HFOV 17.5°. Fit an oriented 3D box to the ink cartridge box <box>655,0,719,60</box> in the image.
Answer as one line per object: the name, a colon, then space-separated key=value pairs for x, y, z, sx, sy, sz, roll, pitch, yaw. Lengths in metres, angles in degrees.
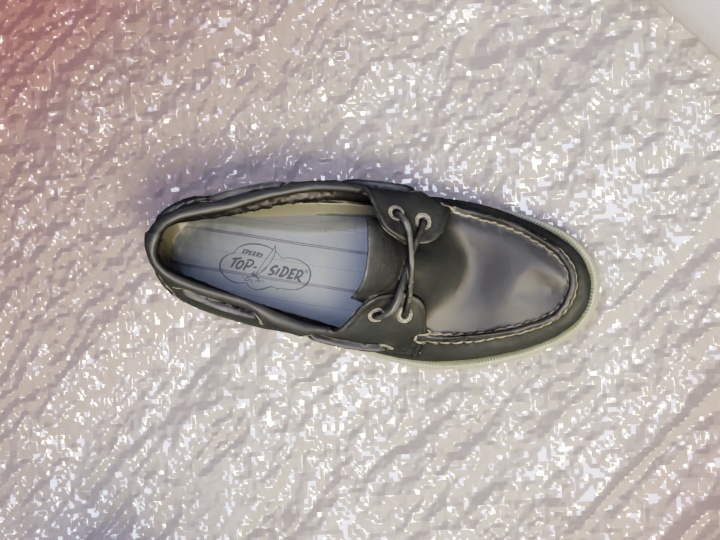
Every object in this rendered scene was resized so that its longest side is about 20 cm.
ink cartridge box: x=0.214 y=-0.122 z=0.933 sx=0.200 sy=0.083 sz=0.147 roll=45 pitch=106 yaw=13

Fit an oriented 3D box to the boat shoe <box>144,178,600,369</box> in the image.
boat shoe: x=0.000 y=-0.003 z=0.994 sx=0.198 sy=0.066 sz=0.075 roll=12 pitch=88 yaw=15
